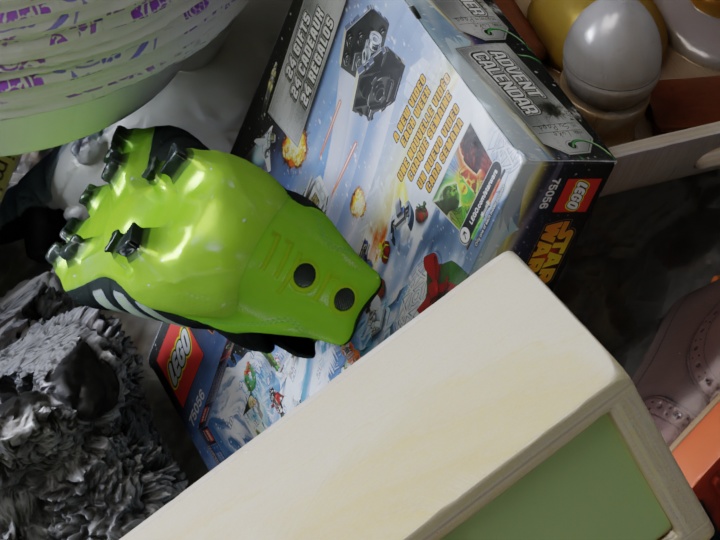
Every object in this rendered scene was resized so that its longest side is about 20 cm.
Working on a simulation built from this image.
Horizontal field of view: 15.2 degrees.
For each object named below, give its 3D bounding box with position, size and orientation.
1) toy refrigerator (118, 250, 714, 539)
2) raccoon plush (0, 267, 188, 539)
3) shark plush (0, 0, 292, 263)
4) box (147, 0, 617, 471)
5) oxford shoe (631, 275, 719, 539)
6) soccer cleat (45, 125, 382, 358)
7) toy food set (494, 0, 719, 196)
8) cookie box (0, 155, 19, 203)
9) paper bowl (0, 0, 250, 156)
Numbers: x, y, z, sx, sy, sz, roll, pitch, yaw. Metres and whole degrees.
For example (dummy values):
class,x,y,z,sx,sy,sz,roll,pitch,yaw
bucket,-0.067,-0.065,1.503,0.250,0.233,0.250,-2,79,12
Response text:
class,x,y,z,sx,sy,sz,roll,pitch,yaw
toy refrigerator,-0.010,0.093,0.712,0.200,0.076,0.070,-36,42,-4
raccoon plush,-0.080,0.078,0.953,0.097,0.134,0.200,-33,16,21
shark plush,-0.072,-0.053,1.042,0.200,0.091,0.083,-42,26,28
box,0.000,0.000,0.886,0.137,0.040,0.200,57,135,39
oxford shoe,0.139,0.009,0.854,0.200,0.071,0.073,-47,43,-3
soccer cleat,-0.049,-0.005,0.866,0.068,0.081,0.200,-60,14,-3
toy food set,0.090,-0.110,0.908,0.143,0.061,0.200,-14,52,-20
cookie box,-0.237,-0.043,0.998,0.075,0.200,0.172,5,73,62
paper bowl,-0.129,-0.114,0.919,0.200,0.105,0.201,-2,37,1
